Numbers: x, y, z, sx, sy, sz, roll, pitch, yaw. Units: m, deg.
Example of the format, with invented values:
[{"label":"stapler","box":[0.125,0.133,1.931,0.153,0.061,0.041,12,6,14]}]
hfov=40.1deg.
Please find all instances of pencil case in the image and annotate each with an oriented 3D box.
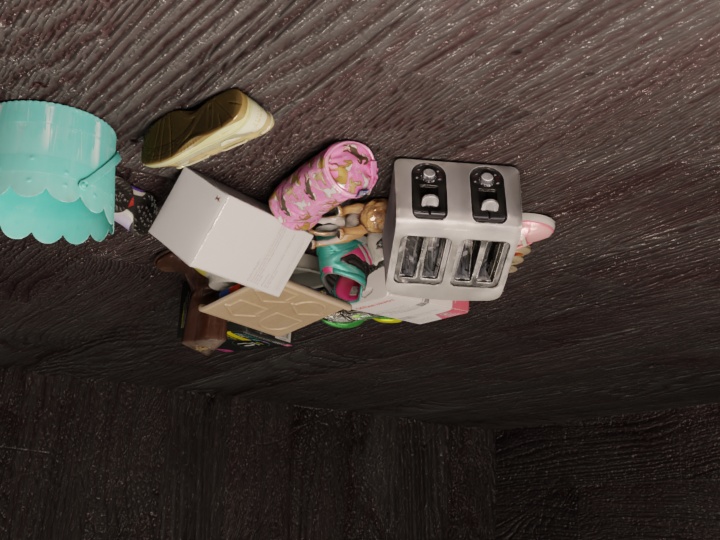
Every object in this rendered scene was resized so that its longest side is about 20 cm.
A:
[{"label":"pencil case","box":[-0.054,-0.116,1.389,0.087,0.083,0.200,49,149,-11]}]

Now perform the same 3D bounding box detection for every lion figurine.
[{"label":"lion figurine","box":[-0.001,-0.076,1.566,0.122,0.073,0.200,-9,-174,-28]}]

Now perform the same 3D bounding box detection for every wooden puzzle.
[{"label":"wooden puzzle","box":[-0.144,0.051,1.672,0.200,0.046,0.185,-20,150,37]}]

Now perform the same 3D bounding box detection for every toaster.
[{"label":"toaster","box":[0.122,-0.052,1.403,0.180,0.119,0.200,5,139,-4]}]

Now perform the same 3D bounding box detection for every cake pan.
[{"label":"cake pan","box":[-0.155,0.002,1.873,0.200,0.037,0.200,0,166,0]}]

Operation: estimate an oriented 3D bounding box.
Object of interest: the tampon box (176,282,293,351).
[{"label":"tampon box","box":[-0.257,0.091,2.056,0.200,0.127,0.150,-9,160,36]}]

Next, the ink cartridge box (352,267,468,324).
[{"label":"ink cartridge box","box":[0.088,0.040,1.905,0.200,0.083,0.146,14,161,-36]}]

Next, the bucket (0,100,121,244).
[{"label":"bucket","box":[-0.417,-0.126,1.303,0.207,0.135,0.207,3,164,1]}]

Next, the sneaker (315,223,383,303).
[{"label":"sneaker","box":[0.000,0.000,1.709,0.200,0.121,0.084,17,159,-42]}]

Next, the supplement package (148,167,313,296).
[{"label":"supplement package","box":[-0.191,-0.055,1.483,0.117,0.117,0.200,35,-174,38]}]

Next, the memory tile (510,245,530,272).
[{"label":"memory tile","box":[0.197,-0.026,1.779,0.200,0.017,0.153,4,164,-5]}]

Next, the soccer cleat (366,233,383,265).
[{"label":"soccer cleat","box":[0.099,-0.022,1.653,0.200,0.086,0.070,12,143,-25]}]

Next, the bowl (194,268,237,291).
[{"label":"bowl","box":[-0.216,-0.022,1.690,0.200,0.108,0.200,2,164,1]}]

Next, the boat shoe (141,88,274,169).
[{"label":"boat shoe","box":[-0.198,-0.169,1.244,0.200,0.073,0.063,-19,150,36]}]

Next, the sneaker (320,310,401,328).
[{"label":"sneaker","box":[0.005,0.068,2.063,0.200,0.078,0.085,-6,157,-1]}]

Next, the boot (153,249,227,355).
[{"label":"boot","box":[-0.316,0.059,1.816,0.186,0.200,0.064,-9,161,33]}]

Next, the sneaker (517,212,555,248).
[{"label":"sneaker","box":[0.214,-0.033,1.596,0.200,0.105,0.075,-3,161,14]}]

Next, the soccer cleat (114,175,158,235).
[{"label":"soccer cleat","box":[-0.373,-0.108,1.519,0.073,0.068,0.200,23,173,14]}]

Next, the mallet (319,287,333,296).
[{"label":"mallet","box":[-0.126,0.062,1.975,0.200,0.041,0.066,-19,177,-16]}]
